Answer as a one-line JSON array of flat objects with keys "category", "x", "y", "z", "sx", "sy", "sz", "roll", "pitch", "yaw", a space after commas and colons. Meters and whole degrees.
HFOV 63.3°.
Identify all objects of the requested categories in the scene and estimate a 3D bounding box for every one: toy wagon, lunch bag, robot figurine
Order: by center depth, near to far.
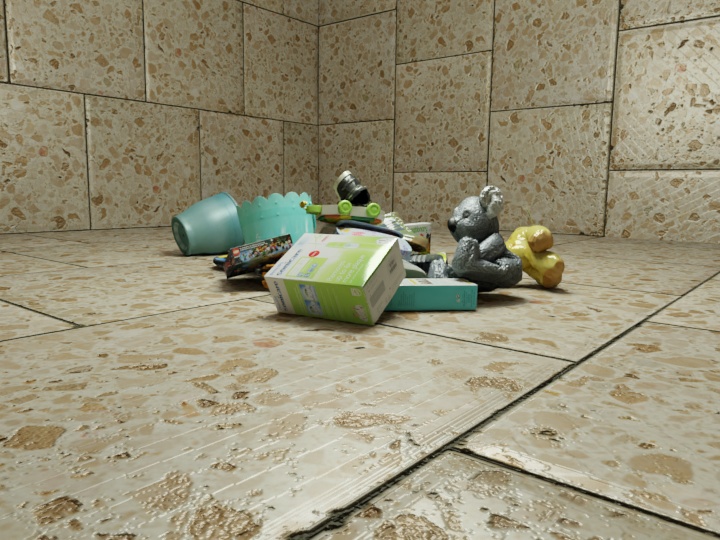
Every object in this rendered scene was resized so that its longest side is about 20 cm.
[{"category": "robot figurine", "x": -0.151, "y": 0.008, "z": 1.325, "sx": 0.145, "sy": 0.058, "sz": 0.200, "roll": 3, "pitch": 7, "yaw": 18}, {"category": "lunch bag", "x": 0.014, "y": -0.043, "z": 1.343, "sx": 0.169, "sy": 0.127, "sz": 0.200, "roll": 11, "pitch": 12, "yaw": -7}, {"category": "toy wagon", "x": -0.047, "y": -0.135, "z": 1.383, "sx": 0.200, "sy": 0.040, "sz": 0.155, "roll": 3, "pitch": -3, "yaw": -19}]

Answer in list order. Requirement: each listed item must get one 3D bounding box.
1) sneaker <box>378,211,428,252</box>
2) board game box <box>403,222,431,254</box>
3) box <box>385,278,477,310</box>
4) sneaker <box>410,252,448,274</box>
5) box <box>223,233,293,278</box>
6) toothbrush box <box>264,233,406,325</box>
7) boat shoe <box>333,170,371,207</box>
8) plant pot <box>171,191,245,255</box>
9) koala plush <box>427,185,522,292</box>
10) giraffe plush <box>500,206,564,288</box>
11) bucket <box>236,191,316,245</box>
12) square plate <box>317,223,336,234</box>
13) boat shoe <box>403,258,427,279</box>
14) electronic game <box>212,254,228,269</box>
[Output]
[{"category": "sneaker", "x": 0.091, "y": -0.114, "z": 1.531, "sx": 0.200, "sy": 0.090, "sz": 0.067, "roll": 13, "pitch": -19, "yaw": 21}, {"category": "board game box", "x": 0.146, "y": -0.070, "z": 1.663, "sx": 0.035, "sy": 0.126, "sz": 0.200, "roll": 5, "pitch": 9, "yaw": 30}, {"category": "box", "x": 0.114, "y": 0.045, "z": 1.109, "sx": 0.200, "sy": 0.049, "sz": 0.082, "roll": 0, "pitch": 8, "yaw": -7}, {"category": "sneaker", "x": 0.159, "y": -0.007, "z": 1.460, "sx": 0.081, "sy": 0.074, "sz": 0.200, "roll": -9, "pitch": 3, "yaw": -19}, {"category": "box", "x": -0.240, "y": -0.031, "z": 1.352, "sx": 0.136, "sy": 0.038, "sz": 0.200, "roll": -16, "pitch": -5, "yaw": -20}, {"category": "toothbrush box", "x": -0.042, "y": 0.010, "z": 1.030, "sx": 0.200, "sy": 0.086, "sz": 0.146, "roll": 4, "pitch": 37, "yaw": 31}, {"category": "boat shoe", "x": -0.009, "y": -0.174, "z": 1.416, "sx": 0.068, "sy": 0.072, "sz": 0.200, "roll": 39, "pitch": -1, "yaw": 15}, {"category": "plant pot", "x": -0.509, "y": -0.138, "z": 1.928, "sx": 0.188, "sy": 0.200, "sz": 0.200, "roll": -24, "pitch": 21, "yaw": -34}, {"category": "koala plush", "x": 0.246, "y": -0.066, "z": 1.232, "sx": 0.184, "sy": 0.200, "sz": 0.177, "roll": 5, "pitch": -20, "yaw": -17}, {"category": "giraffe plush", "x": 0.355, "y": -0.032, "z": 1.363, "sx": 0.162, "sy": 0.200, "sz": 0.173, "roll": -22, "pitch": -25, "yaw": 1}, {"category": "bucket", "x": -0.215, "y": -0.115, "z": 1.526, "sx": 0.207, "sy": 0.135, "sz": 0.207, "roll": -10, "pitch": -4, "yaw": -1}, {"category": "square plate", "x": -0.033, "y": -0.066, "z": 1.498, "sx": 0.200, "sy": 0.028, "sz": 0.198, "roll": 4, "pitch": -26, "yaw": -21}, {"category": "boat shoe", "x": 0.066, "y": -0.010, "z": 1.190, "sx": 0.201, "sy": 0.070, "sz": 0.072, "roll": 25, "pitch": 29, "yaw": -48}, {"category": "electronic game", "x": -0.309, "y": -0.029, "z": 1.631, "sx": 0.200, "sy": 0.042, "sz": 0.200, "roll": 1, "pitch": 7, "yaw": 0}]
